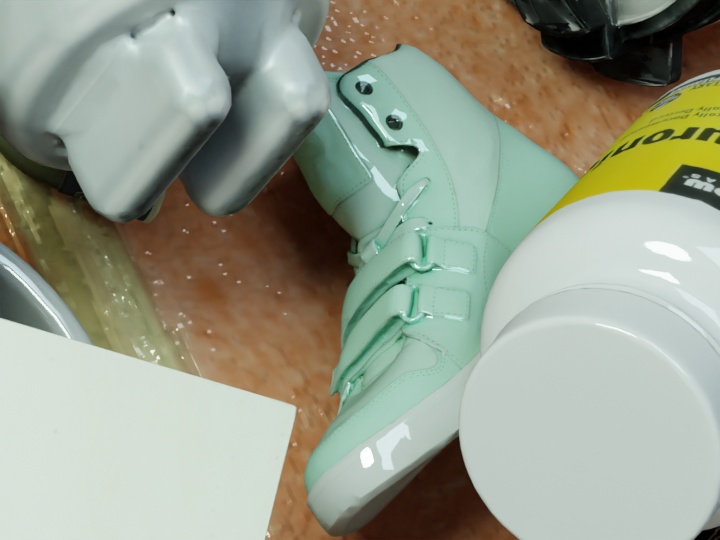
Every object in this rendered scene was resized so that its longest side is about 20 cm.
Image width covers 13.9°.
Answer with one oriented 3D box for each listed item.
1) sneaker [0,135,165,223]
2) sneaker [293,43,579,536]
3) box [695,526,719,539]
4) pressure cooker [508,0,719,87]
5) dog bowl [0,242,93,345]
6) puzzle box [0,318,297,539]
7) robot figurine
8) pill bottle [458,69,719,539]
[{"bbox_3d":[-0.056,-0.093,1.031,0.090,0.067,0.200,37,55,3],"label":"sneaker"},{"bbox_3d":[0.000,0.000,0.988,0.118,0.074,0.200,42,38,-5],"label":"sneaker"},{"bbox_3d":[0.169,0.053,0.961,0.036,0.200,0.143,41,47,5],"label":"box"},{"bbox_3d":[0.119,-0.182,1.117,0.200,0.179,0.176,-25,75,-40],"label":"pressure cooker"},{"bbox_3d":[-0.159,0.058,0.872,0.200,0.059,0.200,15,51,-19],"label":"dog bowl"},{"bbox_3d":[-0.103,0.110,0.741,0.133,0.025,0.200,18,70,-8],"label":"puzzle box"},{"bbox_3d":[-0.084,-0.112,0.926,0.169,0.113,0.200,0,55,-46],"label":"robot figurine"},{"bbox_3d":[0.103,0.015,0.935,0.111,0.111,0.200,41,32,3],"label":"pill bottle"}]
